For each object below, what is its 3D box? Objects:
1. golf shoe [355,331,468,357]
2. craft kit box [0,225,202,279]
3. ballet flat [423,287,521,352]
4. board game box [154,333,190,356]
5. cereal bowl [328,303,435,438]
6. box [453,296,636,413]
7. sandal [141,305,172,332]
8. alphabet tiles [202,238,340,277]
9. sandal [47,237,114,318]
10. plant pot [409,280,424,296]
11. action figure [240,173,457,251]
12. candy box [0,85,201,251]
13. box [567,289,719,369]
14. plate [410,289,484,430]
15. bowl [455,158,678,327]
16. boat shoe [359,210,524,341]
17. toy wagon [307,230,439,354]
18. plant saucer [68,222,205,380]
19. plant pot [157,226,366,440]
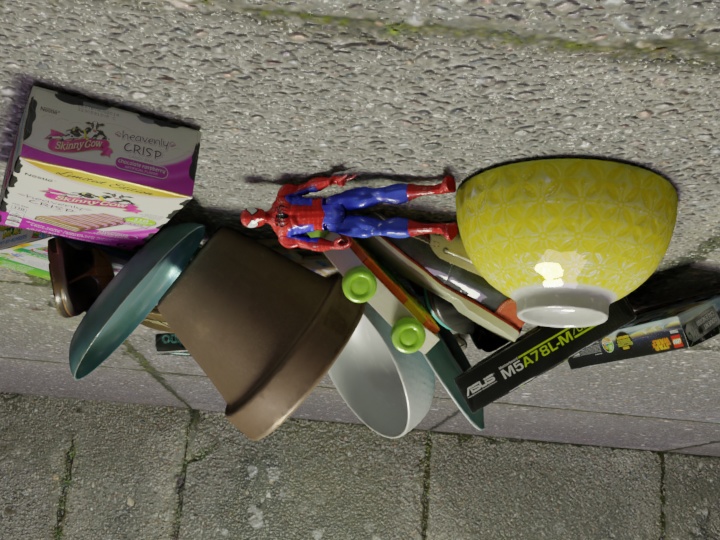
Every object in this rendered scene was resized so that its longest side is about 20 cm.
[{"bbox_3d":[0.052,0.082,1.226,0.196,0.080,0.097,11,-177,6],"label":"golf shoe"},{"bbox_3d":[-0.312,-0.019,1.025,0.195,0.049,0.199,-11,158,38],"label":"craft kit box"},{"bbox_3d":[0.134,0.040,0.982,0.067,0.069,0.200,-15,159,21],"label":"ballet flat"},{"bbox_3d":[-0.169,0.098,1.169,0.133,0.029,0.200,-4,172,12],"label":"board game box"},{"bbox_3d":[0.028,0.102,1.105,0.083,0.203,0.200,-26,180,-28],"label":"cereal bowl"},{"bbox_3d":[0.204,0.079,0.961,0.191,0.048,0.200,-31,172,13],"label":"box"},{"bbox_3d":[-0.318,0.038,1.227,0.197,0.055,0.080,16,163,19],"label":"sandal"},{"bbox_3d":[-0.069,-0.004,1.068,0.164,0.008,0.200,-3,162,24],"label":"alphabet tiles"},{"bbox_3d":[-0.277,0.013,0.916,0.054,0.083,0.200,-15,166,-1],"label":"sandal"},{"bbox_3d":[0.157,0.028,1.077,0.196,0.028,0.200,4,165,1],"label":"plant pot"},{"bbox_3d":[-0.016,-0.051,0.780,0.197,0.067,0.052,-2,-175,20],"label":"action figure"},{"bbox_3d":[-0.230,-0.077,0.755,0.134,0.062,0.199,12,163,-24],"label":"candy box"},{"bbox_3d":[0.351,0.068,1.034,0.135,0.040,0.199,-19,176,-27],"label":"box"},{"bbox_3d":[0.100,0.094,1.037,0.025,0.202,0.200,-31,156,8],"label":"plate"},{"bbox_3d":[0.180,-0.011,0.778,0.196,0.110,0.200,4,164,1],"label":"bowl"},{"bbox_3d":[0.087,-0.006,0.871,0.198,0.063,0.071,32,175,-7],"label":"boat shoe"},{"bbox_3d":[0.000,0.000,0.870,0.200,0.040,0.155,46,-175,-16],"label":"toy wagon"},{"bbox_3d":[-0.231,0.025,0.896,0.027,0.201,0.200,38,161,-2],"label":"plant saucer"},{"bbox_3d":[-0.118,0.050,0.945,0.174,0.201,0.200,41,155,-10],"label":"plant pot"}]
